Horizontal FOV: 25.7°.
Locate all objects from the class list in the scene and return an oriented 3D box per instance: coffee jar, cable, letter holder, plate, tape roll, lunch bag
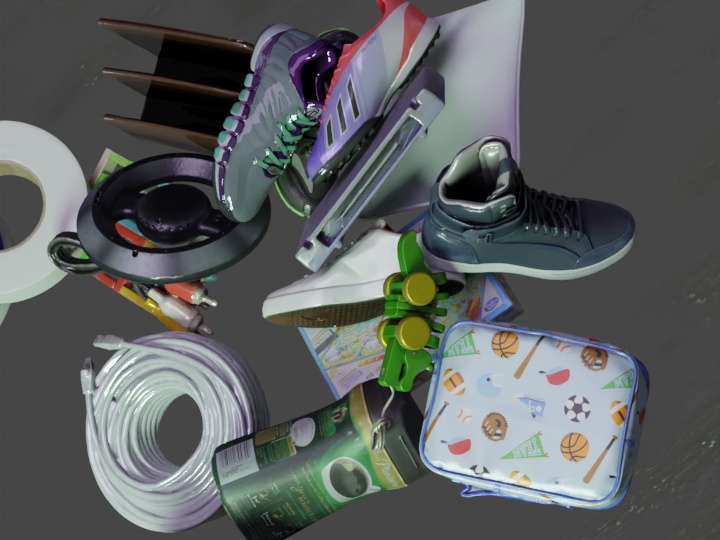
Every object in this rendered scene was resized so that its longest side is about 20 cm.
[{"bbox_3d":[-0.032,0.177,1.476,0.199,0.105,0.085,-24,33,7],"label":"coffee jar"},{"bbox_3d":[-0.233,0.005,1.619,0.199,0.097,0.050,23,45,3],"label":"cable"},{"bbox_3d":[-0.177,-0.186,1.634,0.199,0.142,0.101,13,84,29],"label":"letter holder"},{"bbox_3d":[0.083,-0.154,1.533,0.199,0.032,0.201,-11,68,39],"label":"plate"},{"bbox_3d":[-0.187,0.162,1.591,0.199,0.069,0.201,-3,82,25],"label":"cable"},{"bbox_3d":[-0.390,-0.064,1.707,0.202,0.037,0.204,-1,71,3],"label":"tape roll"},{"bbox_3d":[0.152,0.132,1.416,0.199,0.076,0.161,10,86,20],"label":"lunch bag"}]

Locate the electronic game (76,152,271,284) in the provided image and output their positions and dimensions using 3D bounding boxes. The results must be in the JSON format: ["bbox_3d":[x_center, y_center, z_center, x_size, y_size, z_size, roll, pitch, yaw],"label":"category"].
[{"bbox_3d":[-0.190,-0.056,1.610,0.199,0.042,0.201,-2,42,2],"label":"electronic game"}]

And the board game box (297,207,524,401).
[{"bbox_3d":[0.043,0.040,1.528,0.200,0.034,0.135,-36,65,15],"label":"board game box"}]

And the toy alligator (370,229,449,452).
[{"bbox_3d":[0.048,0.066,1.416,0.059,0.054,0.201,173,106,-69],"label":"toy alligator"}]

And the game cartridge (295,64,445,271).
[{"bbox_3d":[0.012,-0.098,1.485,0.038,0.130,0.200,37,106,-4],"label":"game cartridge"}]

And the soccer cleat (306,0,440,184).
[{"bbox_3d":[-0.003,-0.174,1.509,0.073,0.068,0.200,35,80,-5],"label":"soccer cleat"}]

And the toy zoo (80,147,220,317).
[{"bbox_3d":[-0.230,-0.035,1.694,0.200,0.020,0.132,30,93,30],"label":"toy zoo"}]

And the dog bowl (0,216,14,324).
[{"bbox_3d":[-0.492,0.005,1.786,0.199,0.079,0.201,-7,74,26],"label":"dog bowl"}]

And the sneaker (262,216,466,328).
[{"bbox_3d":[0.000,0.000,1.504,0.199,0.073,0.085,-13,69,12],"label":"sneaker"}]

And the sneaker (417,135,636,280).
[{"bbox_3d":[0.156,-0.056,1.397,0.201,0.146,0.077,-4,61,-5],"label":"sneaker"}]

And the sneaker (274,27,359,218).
[{"bbox_3d":[-0.041,-0.151,1.581,0.076,0.084,0.201,10,82,-14],"label":"sneaker"}]

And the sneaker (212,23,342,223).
[{"bbox_3d":[-0.081,-0.139,1.532,0.087,0.074,0.201,18,94,38],"label":"sneaker"}]
